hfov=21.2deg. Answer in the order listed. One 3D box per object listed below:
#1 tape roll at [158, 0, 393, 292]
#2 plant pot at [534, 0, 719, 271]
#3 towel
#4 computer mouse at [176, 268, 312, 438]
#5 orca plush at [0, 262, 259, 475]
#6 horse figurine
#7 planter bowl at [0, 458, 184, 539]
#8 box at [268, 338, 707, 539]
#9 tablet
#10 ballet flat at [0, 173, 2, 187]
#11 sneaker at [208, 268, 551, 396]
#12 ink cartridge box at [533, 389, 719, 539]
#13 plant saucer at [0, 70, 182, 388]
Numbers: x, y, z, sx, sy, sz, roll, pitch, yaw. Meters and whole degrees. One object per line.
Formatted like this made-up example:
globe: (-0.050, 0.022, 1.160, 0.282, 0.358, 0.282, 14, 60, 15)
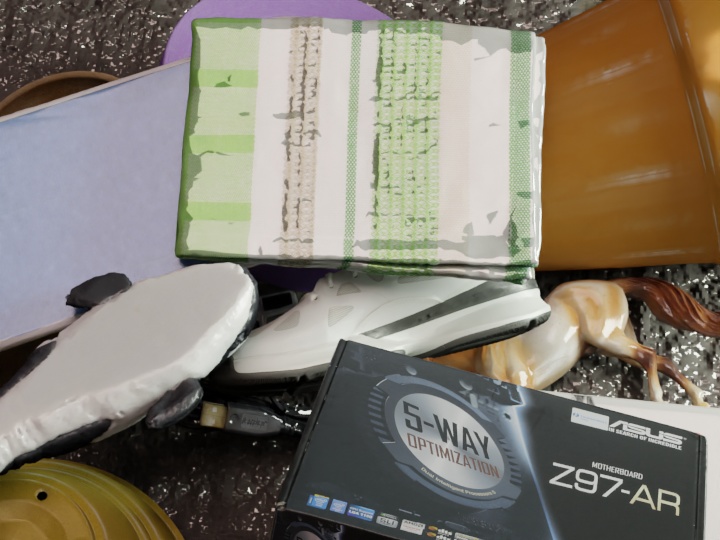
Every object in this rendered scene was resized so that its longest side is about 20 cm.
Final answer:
tape roll: (-0.034, -0.085, 1.188, 0.199, 0.066, 0.201, 12, 49, -14)
plant pot: (0.163, -0.082, 1.168, 0.182, 0.200, 0.201, -15, 56, 7)
towel: (0.001, -0.068, 1.061, 0.199, 0.031, 0.150, 3, 70, 2)
computer mouse: (-0.071, 0.022, 1.158, 0.109, 0.044, 0.201, 3, 52, -20)
orca plush: (-0.133, 0.075, 1.021, 0.105, 0.071, 0.200, 30, 64, 27)
horse figurine: (0.123, 0.056, 1.143, 0.199, 0.050, 0.133, -28, 64, -13)
planter bowl: (-0.184, 0.170, 1.031, 0.199, 0.084, 0.201, 2, 55, -2)
box: (0.066, 0.113, 0.935, 0.199, 0.044, 0.160, 15, 29, 5)
tablet: (-0.133, -0.043, 1.071, 0.199, 0.014, 0.131, -18, 74, -5)
ballet flat: (-0.234, 0.011, 1.102, 0.063, 0.069, 0.201, 8, 83, -7)
sneaker: (0.000, 0.000, 1.089, 0.199, 0.076, 0.116, -14, 82, -15)
ink cartridge box: (0.096, 0.144, 1.042, 0.199, 0.083, 0.148, 6, 73, 1)
plant saucer: (-0.171, -0.016, 1.138, 0.199, 0.035, 0.201, -7, 76, 29)
